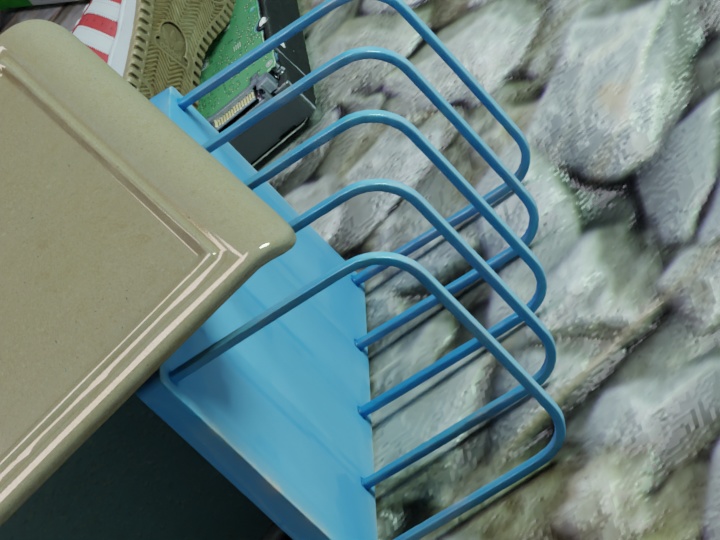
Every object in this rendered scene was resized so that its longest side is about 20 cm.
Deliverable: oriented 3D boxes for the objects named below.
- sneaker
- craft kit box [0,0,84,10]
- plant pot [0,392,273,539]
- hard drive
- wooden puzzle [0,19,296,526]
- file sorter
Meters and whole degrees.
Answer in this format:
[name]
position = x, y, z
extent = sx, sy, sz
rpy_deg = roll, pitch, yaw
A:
[sneaker]
position = -0.132, -0.106, 1.525
extent = 0.112, 0.071, 0.200
rpy_deg = -22, 40, 33
[craft kit box]
position = -0.132, -0.251, 1.811
extent = 0.197, 0.049, 0.200
rpy_deg = -2, 52, 56
[plant pot]
position = -0.188, 0.093, 1.303
extent = 0.196, 0.200, 0.196
rpy_deg = -55, 30, -12
[hard drive]
position = -0.092, -0.102, 1.577
extent = 0.140, 0.038, 0.200
rpy_deg = -39, 29, 17
[wooden puzzle]
position = -0.145, 0.009, 1.175
extent = 0.200, 0.037, 0.185
rpy_deg = -42, 51, -9
[file sorter]
position = 0.000, 0.000, 1.228
extent = 0.123, 0.139, 0.200
rpy_deg = -32, 32, 20
